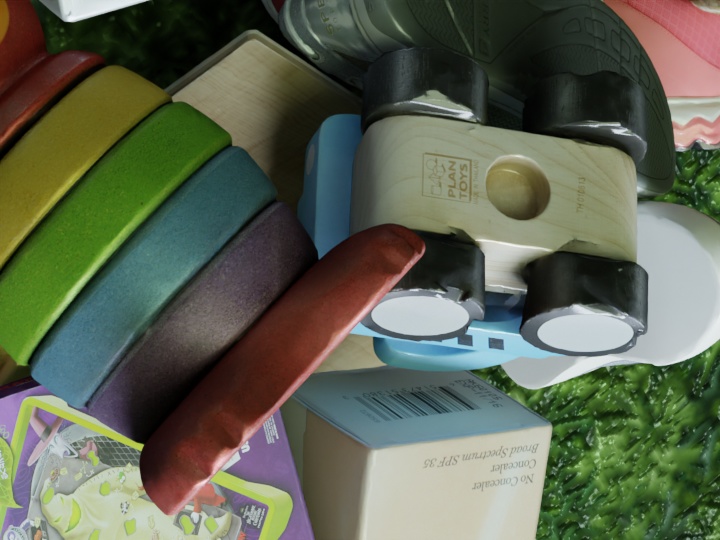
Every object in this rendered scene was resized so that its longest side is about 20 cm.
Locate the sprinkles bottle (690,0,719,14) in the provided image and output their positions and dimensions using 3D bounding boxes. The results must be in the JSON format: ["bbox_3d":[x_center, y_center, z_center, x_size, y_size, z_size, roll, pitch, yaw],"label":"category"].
[{"bbox_3d":[0.176,-0.212,0.977,0.068,0.068,0.201,-7,105,-27],"label":"sprinkles bottle"}]

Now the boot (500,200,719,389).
[{"bbox_3d":[0.136,0.002,1.021,0.090,0.200,0.073,-20,90,-25],"label":"boot"}]

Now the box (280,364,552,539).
[{"bbox_3d":[0.009,0.146,0.936,0.095,0.078,0.201,-6,112,-33],"label":"box"}]

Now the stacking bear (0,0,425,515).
[{"bbox_3d":[-0.097,-0.026,0.769,0.200,0.114,0.121,44,67,1],"label":"stacking bear"}]

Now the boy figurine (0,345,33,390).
[{"bbox_3d":[-0.122,0.044,0.862,0.124,0.064,0.201,7,87,-30],"label":"boy figurine"}]

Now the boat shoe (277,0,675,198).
[{"bbox_3d":[0.056,-0.078,0.926,0.201,0.065,0.075,20,64,-43],"label":"boat shoe"}]

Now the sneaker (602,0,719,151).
[{"bbox_3d":[0.094,-0.096,1.022,0.199,0.074,0.087,-5,97,-29],"label":"sneaker"}]

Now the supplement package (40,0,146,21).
[{"bbox_3d":[-0.079,-0.201,0.774,0.151,0.200,0.151,-19,121,-21],"label":"supplement package"}]

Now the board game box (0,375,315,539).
[{"bbox_3d":[-0.071,0.127,0.842,0.120,0.032,0.201,-19,101,-26],"label":"board game box"}]

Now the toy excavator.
[{"bbox_3d":[0.000,0.000,0.899,0.193,0.200,0.100,8,65,-14],"label":"toy excavator"}]

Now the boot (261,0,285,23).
[{"bbox_3d":[0.055,-0.156,0.910,0.200,0.144,0.072,-42,128,-4],"label":"boot"}]

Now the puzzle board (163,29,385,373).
[{"bbox_3d":[-0.026,-0.019,0.964,0.150,0.017,0.200,-32,135,32],"label":"puzzle board"}]
